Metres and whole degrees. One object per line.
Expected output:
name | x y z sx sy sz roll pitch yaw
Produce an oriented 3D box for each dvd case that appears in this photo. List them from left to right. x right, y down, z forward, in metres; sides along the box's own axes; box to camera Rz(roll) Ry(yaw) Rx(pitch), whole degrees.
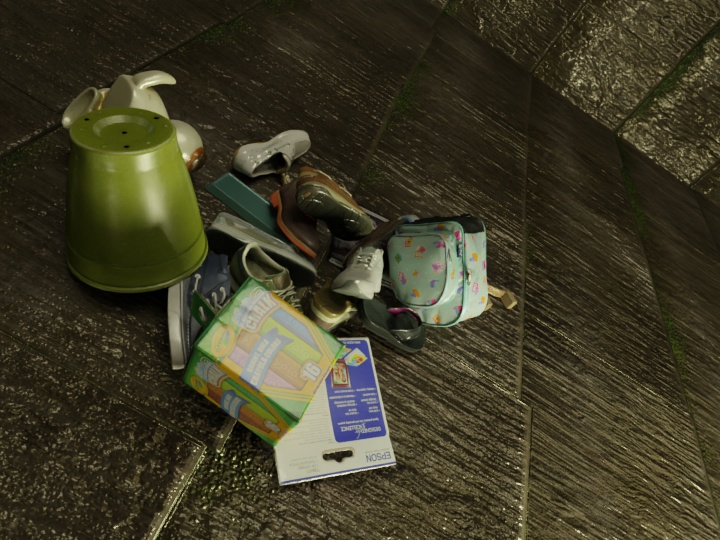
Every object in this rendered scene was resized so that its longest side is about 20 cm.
dvd case | 0.013 -0.062 1.129 0.147 0.016 0.202 24 43 -15

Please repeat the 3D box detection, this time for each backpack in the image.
backpack | 0.147 0.007 1.022 0.152 0.174 0.203 -21 105 -45

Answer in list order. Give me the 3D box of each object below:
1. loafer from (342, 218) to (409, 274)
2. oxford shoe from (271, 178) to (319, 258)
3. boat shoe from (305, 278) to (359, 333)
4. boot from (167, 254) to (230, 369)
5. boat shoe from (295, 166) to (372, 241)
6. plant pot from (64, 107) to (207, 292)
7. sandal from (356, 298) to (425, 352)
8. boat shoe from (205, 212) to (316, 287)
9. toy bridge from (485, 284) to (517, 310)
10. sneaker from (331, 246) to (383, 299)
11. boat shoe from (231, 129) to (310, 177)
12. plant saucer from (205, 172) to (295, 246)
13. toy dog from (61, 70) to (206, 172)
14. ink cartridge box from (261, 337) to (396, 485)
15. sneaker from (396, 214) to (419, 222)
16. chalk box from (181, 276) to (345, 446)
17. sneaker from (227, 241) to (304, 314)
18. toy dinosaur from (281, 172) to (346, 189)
loafer | 0.026 -0.039 1.066 0.199 0.070 0.074 -37 121 -41
oxford shoe | -0.108 -0.102 0.979 0.071 0.072 0.201 37 18 -45
boat shoe | -0.050 0.064 0.906 0.072 0.066 0.201 41 12 5
boot | -0.232 0.049 0.788 0.089 0.073 0.202 0 51 -17
boat shoe | -0.044 -0.121 0.967 0.200 0.075 0.075 37 34 -52
plant pot | -0.317 -0.109 0.748 0.197 0.195 0.202 6 40 -5
sandal | 0.070 0.094 0.956 0.199 0.048 0.076 27 40 -48
boat shoe | -0.165 -0.037 0.932 0.200 0.075 0.065 24 45 -6
toy bridge | 0.265 0.055 1.197 0.198 0.027 0.068 -1 52 -37
sneaker | 0.000 0.000 0.902 0.069 0.082 0.200 14 8 7
boat shoe | -0.168 -0.231 1.113 0.069 0.071 0.199 42 48 19
plant saucer | -0.195 -0.115 1.026 0.199 0.019 0.070 37 39 0
toy dog | -0.351 -0.228 0.900 0.139 0.195 0.200 39 4 24
ink cartridge box | -0.056 0.200 0.801 0.195 0.047 0.203 5 63 -34
sneaker | 0.129 -0.025 1.142 0.072 0.072 0.202 -22 73 -24
chalk box | -0.144 0.106 0.696 0.199 0.125 0.124 35 53 -1
sneaker | -0.137 0.040 0.864 0.200 0.090 0.067 47 40 10
toy dinosaur | -0.076 -0.140 1.123 0.199 0.058 0.101 37 54 12
